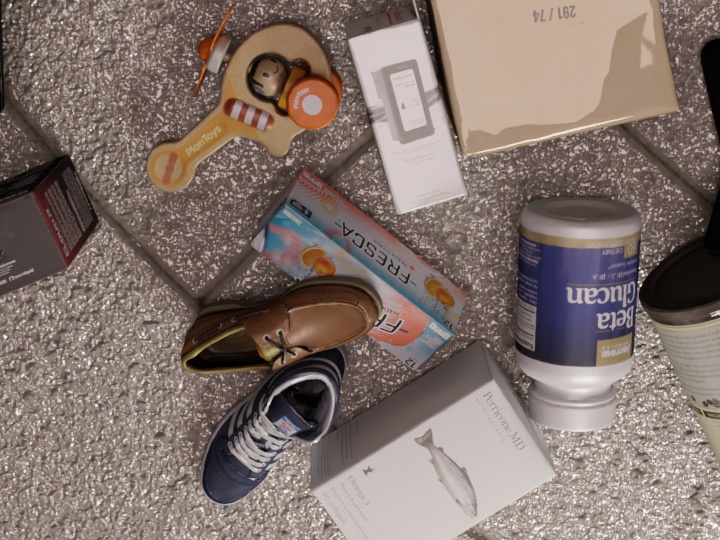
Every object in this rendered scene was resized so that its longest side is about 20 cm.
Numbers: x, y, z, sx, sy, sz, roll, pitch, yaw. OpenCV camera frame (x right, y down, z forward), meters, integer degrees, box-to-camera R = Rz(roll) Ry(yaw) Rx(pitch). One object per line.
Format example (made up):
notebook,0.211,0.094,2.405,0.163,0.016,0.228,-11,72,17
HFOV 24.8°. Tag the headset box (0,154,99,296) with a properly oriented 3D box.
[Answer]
headset box,-0.323,-0.025,1.429,0.148,0.200,0.078,-23,104,4

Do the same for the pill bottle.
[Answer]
pill bottle,0.199,0.040,1.503,0.110,0.111,0.201,0,106,-1

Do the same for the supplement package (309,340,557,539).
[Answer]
supplement package,0.066,0.178,1.536,0.200,0.117,0.117,-33,103,7

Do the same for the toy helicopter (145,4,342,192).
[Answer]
toy helicopter,-0.119,-0.148,1.465,0.200,0.079,0.132,-37,102,13

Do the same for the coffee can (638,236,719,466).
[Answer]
coffee can,0.360,0.079,1.491,0.146,0.146,0.201,-26,108,6

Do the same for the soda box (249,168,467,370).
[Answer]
soda box,0.000,0.000,1.502,0.200,0.068,0.064,37,127,-10

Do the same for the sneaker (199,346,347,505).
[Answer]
sneaker,-0.086,0.153,1.530,0.070,0.109,0.200,37,102,-10

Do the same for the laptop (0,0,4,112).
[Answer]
laptop,-0.402,-0.233,1.420,0.199,0.103,0.178,2,105,-1

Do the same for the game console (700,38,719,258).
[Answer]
game console,0.386,-0.117,1.416,0.199,0.173,0.119,-8,133,38

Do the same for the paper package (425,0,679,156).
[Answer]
paper package,0.163,-0.215,1.436,0.199,0.104,0.192,-12,105,2

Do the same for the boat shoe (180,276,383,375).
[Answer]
boat shoe,-0.073,0.061,1.487,0.199,0.068,0.072,-15,118,30

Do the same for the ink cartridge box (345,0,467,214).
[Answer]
ink cartridge box,0.034,-0.163,1.440,0.068,0.116,0.201,-15,105,2
